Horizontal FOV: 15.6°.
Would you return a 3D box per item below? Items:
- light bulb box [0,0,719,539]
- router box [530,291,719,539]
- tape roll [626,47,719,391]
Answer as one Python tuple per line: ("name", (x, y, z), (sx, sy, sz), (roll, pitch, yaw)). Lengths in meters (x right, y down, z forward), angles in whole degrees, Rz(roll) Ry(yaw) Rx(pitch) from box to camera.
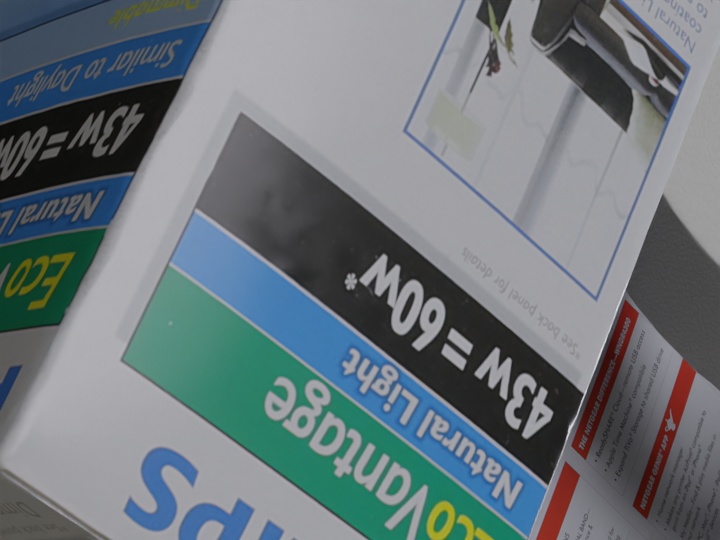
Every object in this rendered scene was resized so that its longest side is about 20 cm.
("light bulb box", (-0.046, -0.002, 0.613), (0.125, 0.198, 0.201), (38, 62, -27))
("router box", (0.082, 0.120, 0.833), (0.179, 0.049, 0.200), (44, 48, -21))
("tape roll", (0.167, -0.011, 0.841), (0.202, 0.037, 0.203), (17, 38, -14))
